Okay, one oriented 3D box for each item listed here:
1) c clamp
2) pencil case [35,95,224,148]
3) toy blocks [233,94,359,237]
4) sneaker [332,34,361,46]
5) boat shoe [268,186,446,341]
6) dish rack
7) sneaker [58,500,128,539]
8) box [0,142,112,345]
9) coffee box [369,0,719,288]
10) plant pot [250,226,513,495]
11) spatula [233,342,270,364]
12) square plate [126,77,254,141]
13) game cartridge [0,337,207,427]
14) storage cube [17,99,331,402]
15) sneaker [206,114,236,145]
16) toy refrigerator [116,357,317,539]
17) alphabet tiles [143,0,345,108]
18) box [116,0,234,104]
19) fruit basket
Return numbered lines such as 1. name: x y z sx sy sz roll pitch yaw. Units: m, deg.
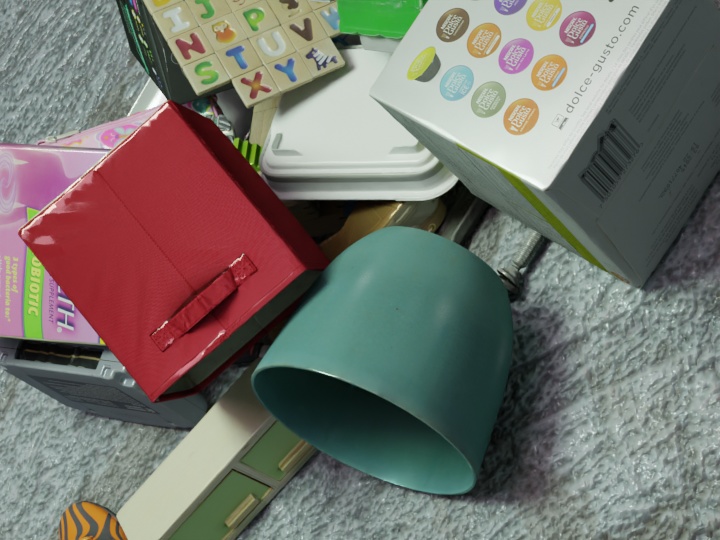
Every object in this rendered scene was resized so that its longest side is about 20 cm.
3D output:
1. c clamp: 0.145 -0.055 1.613 0.200 0.027 0.171 -54 44 4
2. pencil case: -0.226 -0.115 1.846 0.199 0.088 0.088 -18 51 -1
3. toy blocks: -0.037 -0.109 1.768 0.136 0.100 0.201 -11 52 24
4. sneaker: 0.018 -0.220 1.796 0.087 0.075 0.200 -46 53 3
5. boat shoe: 0.000 0.000 1.681 0.200 0.069 0.074 -46 36 16
6. dish rack: 0.007 -0.141 1.674 0.199 0.044 0.172 0 55 27
7. sneaker: -0.254 0.274 1.726 0.078 0.112 0.200 -47 45 10
8. box: -0.277 -0.026 1.745 0.199 0.097 0.177 4 95 17
9. coffee box: 0.167 -0.143 1.495 0.197 0.200 0.200 32 87 37
10. plant pot: 0.034 0.064 1.536 0.200 0.201 0.162 4 58 43
11. spatula: -0.078 0.077 1.743 0.199 0.021 0.057 -3 64 42
12. square plate: -0.177 -0.139 1.947 0.200 0.028 0.199 29 89 47
13. game cartridge: -0.244 0.107 1.795 0.199 0.133 0.041 5 63 42
14. storage cube: -0.148 -0.014 1.575 0.171 0.200 0.180 -40 85 5
15. sneaker: -0.139 -0.047 1.792 0.077 0.080 0.202 -4 85 23
16. toy refrigerator: -0.119 0.182 1.684 0.200 0.076 0.070 -48 45 10
17. alphabet tiles: -0.102 -0.241 1.720 0.166 0.006 0.201 -24 63 -13
18. box: -0.156 -0.265 1.857 0.148 0.125 0.200 -20 27 -11
19. fruit basket: 0.083 -0.246 1.682 0.185 0.199 0.094 12 107 43
